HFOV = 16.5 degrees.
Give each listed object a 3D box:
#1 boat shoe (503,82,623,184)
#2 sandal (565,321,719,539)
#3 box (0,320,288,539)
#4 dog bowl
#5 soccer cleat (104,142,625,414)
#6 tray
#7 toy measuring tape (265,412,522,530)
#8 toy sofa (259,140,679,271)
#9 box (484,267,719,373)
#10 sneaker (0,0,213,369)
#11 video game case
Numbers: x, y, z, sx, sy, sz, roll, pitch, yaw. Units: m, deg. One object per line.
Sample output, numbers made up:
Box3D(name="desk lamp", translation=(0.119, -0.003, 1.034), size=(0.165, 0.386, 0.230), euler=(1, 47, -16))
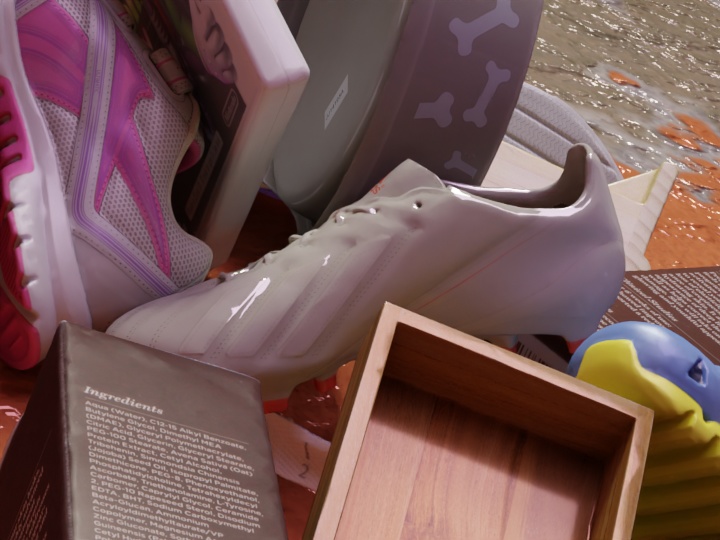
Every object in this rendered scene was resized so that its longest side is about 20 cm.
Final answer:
Box3D(name="boat shoe", translation=(0.048, -0.070, 1.236), size=(0.200, 0.072, 0.071), euler=(36, -11, -9))
Box3D(name="sandal", translation=(0.138, 0.072, 0.906), size=(0.079, 0.087, 0.200), euler=(-3, -34, 37))
Box3D(name="box", translation=(-0.067, 0.111, 0.698), size=(0.075, 0.101, 0.200), euler=(16, 25, -18))
Box3D(name="dog bowl", translation=(0.012, -0.087, 1.004), size=(0.058, 0.201, 0.200), euler=(17, 24, -17))
Box3D(name="soccer cleat", translation=(0.000, 0.000, 0.907), size=(0.199, 0.078, 0.069), euler=(-10, 18, -14))
Box3D(name="tray", translation=(0.025, 0.110, 0.766), size=(0.098, 0.037, 0.201), euler=(22, 48, -5))
Box3D(name="toy measuring tape", translation=(-0.002, 0.088, 0.862), size=(0.199, 0.074, 0.073), euler=(23, 21, 24))
Box3D(name="toy sofa", translation=(0.035, -0.031, 1.130), size=(0.199, 0.083, 0.098), euler=(24, 66, 1))
Box3D(name="box", translation=(0.136, 0.054, 1.036), size=(0.199, 0.075, 0.100), euler=(-4, 35, -45))
Box3D(name="sneaker", translation=(-0.108, -0.063, 0.948), size=(0.088, 0.081, 0.201), euler=(-4, 76, -23))
Box3D(name="video game case", translation=(-0.085, -0.112, 0.988), size=(0.023, 0.200, 0.183), euler=(-22, 76, -18))
